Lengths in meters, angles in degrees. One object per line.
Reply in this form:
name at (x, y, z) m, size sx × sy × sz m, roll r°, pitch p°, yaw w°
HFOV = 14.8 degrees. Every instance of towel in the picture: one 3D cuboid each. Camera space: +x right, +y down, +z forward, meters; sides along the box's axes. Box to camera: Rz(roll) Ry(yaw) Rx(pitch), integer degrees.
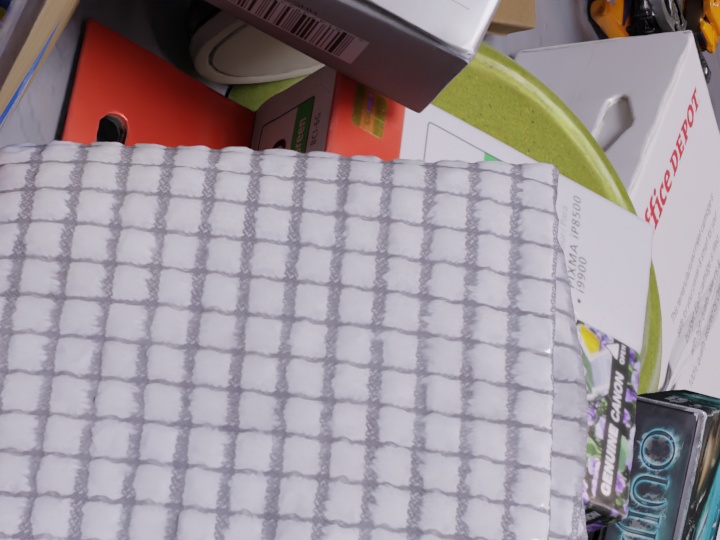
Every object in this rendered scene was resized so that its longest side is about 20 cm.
towel at (-0.025, 0.063, 0.722) m, size 0.086 × 0.165 × 0.201 m, roll 100°, pitch -7°, yaw -53°

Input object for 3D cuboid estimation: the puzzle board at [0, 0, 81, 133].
puzzle board at (-0.072, -0.100, 0.749) m, size 0.151 × 0.017 × 0.200 m, roll -55°, pitch -172°, yaw 45°

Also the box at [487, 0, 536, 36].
box at (0.017, -0.176, 1.048) m, size 0.200 × 0.021 × 0.164 m, roll -3°, pitch 89°, yaw -66°

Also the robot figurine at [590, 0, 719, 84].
robot figurine at (0.119, -0.174, 1.231) m, size 0.200 × 0.058 × 0.145 m, roll 57°, pitch 38°, yaw -47°

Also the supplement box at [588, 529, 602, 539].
supplement box at (0.040, 0.110, 1.002) m, size 0.200 × 0.073 × 0.126 m, roll -66°, pitch 145°, yaw -45°

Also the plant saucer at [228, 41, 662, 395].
plant saucer at (0.038, -0.006, 0.952) m, size 0.199 × 0.031 × 0.201 m, roll 22°, pitch 54°, yaw -34°

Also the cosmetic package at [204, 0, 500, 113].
cosmetic package at (0.022, -0.161, 0.824) m, size 0.201 × 0.106 × 0.090 m, roll -66°, pitch -175°, yaw -10°

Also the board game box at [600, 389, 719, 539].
board game box at (0.094, 0.142, 0.959) m, size 0.135 × 0.028 × 0.201 m, roll 6°, pitch 97°, yaw -77°

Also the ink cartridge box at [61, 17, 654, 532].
ink cartridge box at (0.000, 0.000, 0.853) m, size 0.200 × 0.050 × 0.109 m, roll 27°, pitch 57°, yaw -30°

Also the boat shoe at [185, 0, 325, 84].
boat shoe at (0.024, -0.131, 0.906) m, size 0.063 × 0.200 × 0.073 m, roll 59°, pitch 1°, yaw 21°

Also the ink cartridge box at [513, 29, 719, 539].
ink cartridge box at (0.108, 0.023, 1.151) m, size 0.147 × 0.083 × 0.201 m, roll -63°, pitch 141°, yaw -48°
